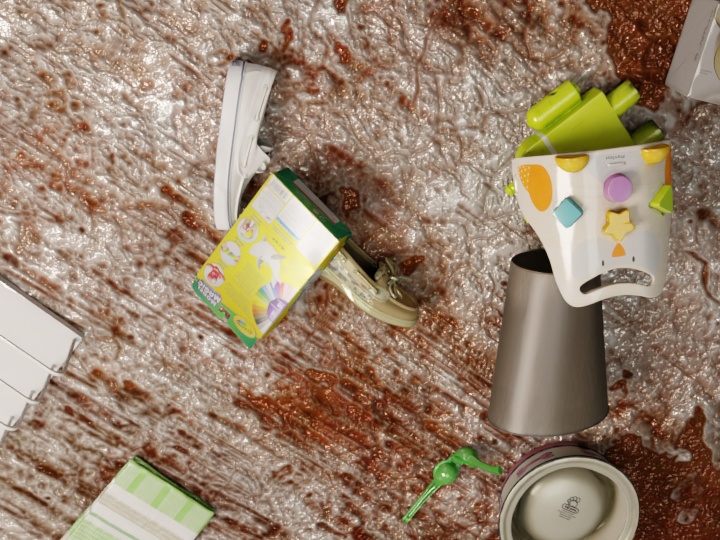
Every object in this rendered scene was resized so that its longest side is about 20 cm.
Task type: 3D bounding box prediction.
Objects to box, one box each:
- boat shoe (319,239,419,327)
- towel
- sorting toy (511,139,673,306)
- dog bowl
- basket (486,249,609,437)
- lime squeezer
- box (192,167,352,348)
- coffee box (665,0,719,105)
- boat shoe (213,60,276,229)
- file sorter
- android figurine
[{"bbox_3d":[0.000,0.000,1.379,0.199,0.074,0.063,33,108,-16],"label":"boat shoe"},{"bbox_3d":[-0.312,0.360,1.516,0.149,0.031,0.200,37,101,-21],"label":"towel"},{"bbox_3d":[0.293,-0.053,1.309,0.197,0.107,0.183,-8,97,-7],"label":"sorting toy"},{"bbox_3d":[0.280,0.327,1.539,0.197,0.074,0.203,-2,111,-5],"label":"dog bowl"},{"bbox_3d":[0.241,0.085,1.407,0.178,0.135,0.203,-13,110,-35],"label":"basket"},{"bbox_3d":[0.129,0.282,1.512,0.037,0.072,0.199,23,139,-31],"label":"lime squeezer"},{"bbox_3d":[-0.111,-0.010,1.338,0.117,0.048,0.200,45,116,7],"label":"box"},{"bbox_3d":[0.483,-0.247,1.330,0.197,0.080,0.115,12,109,-10],"label":"coffee box"},{"bbox_3d":[-0.135,-0.142,1.309,0.064,0.074,0.203,7,112,-4],"label":"boat shoe"},{"bbox_3d":[-0.460,0.136,1.356,0.138,0.125,0.200,37,104,-18],"label":"file sorter"},{"bbox_3d":[0.272,-0.138,1.371,0.199,0.041,0.183,-38,111,7],"label":"android figurine"}]
